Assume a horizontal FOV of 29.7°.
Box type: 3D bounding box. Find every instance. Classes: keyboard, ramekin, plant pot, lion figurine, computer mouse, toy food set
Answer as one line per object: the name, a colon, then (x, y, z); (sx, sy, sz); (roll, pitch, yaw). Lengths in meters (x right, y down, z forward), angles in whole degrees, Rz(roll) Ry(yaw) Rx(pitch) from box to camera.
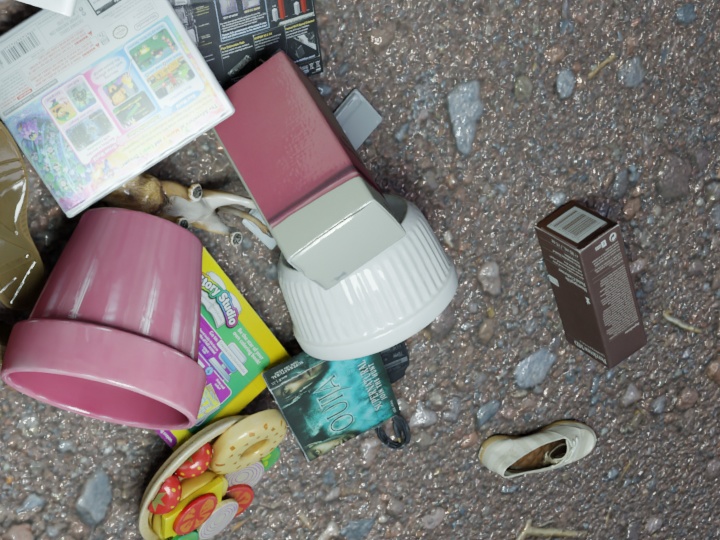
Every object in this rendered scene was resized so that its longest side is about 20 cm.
keyboard: (-0.054, -0.115, 1.549); (0.200, 0.011, 0.056); (-50, 133, -4)
ramekin: (0.000, 0.000, 1.522); (0.199, 0.200, 0.106); (-33, 115, -16)
plant pot: (-0.238, 0.045, 1.344); (0.199, 0.199, 0.181); (26, 68, -38)
lion figurine: (-0.190, -0.070, 1.431); (0.199, 0.121, 0.073); (24, 83, -52)
computer mouse: (0.033, 0.147, 1.713); (0.058, 0.034, 0.202); (-18, 127, -15)
toy food set: (-0.171, 0.246, 1.565); (0.199, 0.049, 0.199); (-32, 152, -30)

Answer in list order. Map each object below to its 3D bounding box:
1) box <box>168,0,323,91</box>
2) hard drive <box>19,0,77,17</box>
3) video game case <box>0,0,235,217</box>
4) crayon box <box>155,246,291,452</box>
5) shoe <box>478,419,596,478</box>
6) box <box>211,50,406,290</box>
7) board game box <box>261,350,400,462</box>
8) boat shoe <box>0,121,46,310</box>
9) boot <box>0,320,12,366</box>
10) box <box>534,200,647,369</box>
box: (-0.142, -0.257, 1.401); (0.198, 0.050, 0.159); (-22, 121, -24)
hard drive: (-0.301, -0.350, 1.240); (0.130, 0.026, 0.202); (15, 102, -14)
video game case: (-0.252, -0.180, 1.321); (0.199, 0.024, 0.183); (-32, 108, 0)
crayon box: (-0.196, 0.087, 1.515); (0.172, 0.058, 0.201); (-43, 128, -11)
shoe: (0.256, 0.255, 1.886); (0.198, 0.053, 0.071); (-5, 114, -31)
box: (-0.057, -0.101, 1.399); (0.108, 0.201, 0.128); (-34, 159, 7)
board game box: (-0.031, 0.147, 1.607); (0.134, 0.028, 0.201); (-28, 146, -5)
boat shoe: (-0.363, -0.060, 1.334); (0.071, 0.064, 0.202); (-19, 119, -27)
boot: (-0.440, 0.117, 1.359); (0.198, 0.073, 0.157); (10, 105, -34)
box: (0.304, 0.019, 1.784); (0.075, 0.100, 0.201); (-33, 124, -16)
